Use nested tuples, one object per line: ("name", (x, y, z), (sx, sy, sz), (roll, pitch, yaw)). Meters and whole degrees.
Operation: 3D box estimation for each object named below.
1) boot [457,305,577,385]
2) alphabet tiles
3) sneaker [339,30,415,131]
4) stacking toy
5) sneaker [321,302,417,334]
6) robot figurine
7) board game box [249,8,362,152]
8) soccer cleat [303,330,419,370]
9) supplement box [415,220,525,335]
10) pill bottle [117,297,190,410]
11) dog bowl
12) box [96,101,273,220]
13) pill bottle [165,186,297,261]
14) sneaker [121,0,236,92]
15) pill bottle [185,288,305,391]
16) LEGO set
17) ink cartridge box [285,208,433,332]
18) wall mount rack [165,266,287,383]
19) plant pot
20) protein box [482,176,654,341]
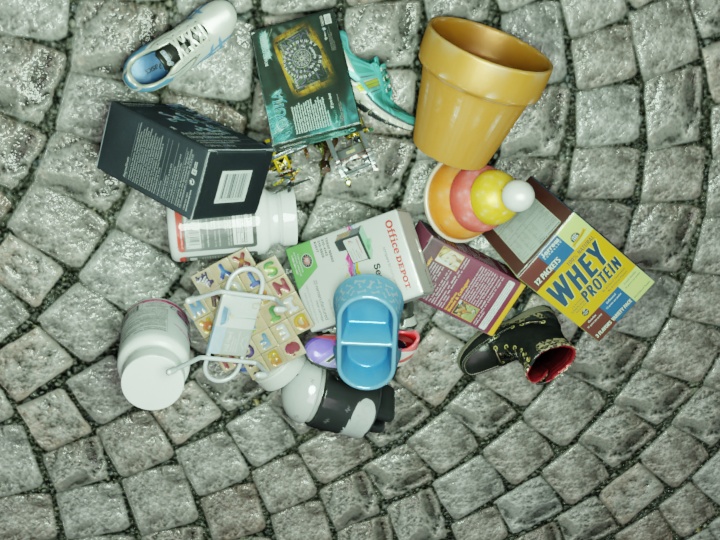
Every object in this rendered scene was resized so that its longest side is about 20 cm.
("boot", (0.276, 0.149, 1.648), (0.199, 0.151, 0.073), (-26, 114, 1))
("alphabet tiles", (-0.175, 0.070, 1.480), (0.166, 0.006, 0.200), (-27, 107, 4))
("sneaker", (0.017, -0.291, 1.465), (0.200, 0.078, 0.080), (38, 92, -22))
("stacking toy", (0.207, -0.114, 1.488), (0.146, 0.200, 0.147), (-3, 95, -30))
("sneaker", (-0.001, 0.059, 1.611), (0.199, 0.066, 0.091), (-3, 104, -8))
("robot figurine", (-0.040, 0.219, 1.637), (0.199, 0.125, 0.151), (17, 98, -17))
("board game box", (-0.083, -0.284, 1.395), (0.135, 0.028, 0.201), (-14, 71, 4))
("soccer cleat", (0.003, 0.123, 1.559), (0.199, 0.068, 0.073), (3, 145, -25))
("supplement box", (0.164, 0.013, 1.608), (0.200, 0.086, 0.111), (27, 105, -19))
("pill bottle", (-0.330, 0.133, 1.502), (0.113, 0.200, 0.114), (-4, 113, -9))
("dog bowl", (0.010, 0.102, 1.468), (0.111, 0.050, 0.201), (2, 121, 2))
("box", (-0.256, -0.164, 1.373), (0.200, 0.148, 0.107), (27, 110, 26))
("pill bottle", (-0.203, -0.078, 1.486), (0.199, 0.116, 0.116), (-5, 113, -9))
("sneaker", (-0.266, -0.330, 1.395), (0.200, 0.073, 0.072), (-35, 112, 3))
("pill bottle", (-0.187, 0.101, 1.563), (0.114, 0.114, 0.200), (-37, 113, 6))
("LEGO set", (-0.057, -0.171, 1.452), (0.199, 0.154, 0.116), (-23, 92, -8))
("ink cartridge box", (0.000, 0.000, 1.518), (0.199, 0.084, 0.145), (-19, 85, 15))
("wall mount rack", (-0.208, 0.093, 1.423), (0.173, 0.075, 0.201), (8, 108, -32))
("plant pot", (0.168, -0.264, 1.444), (0.199, 0.200, 0.184), (11, 121, -15))
("protein box", (0.340, -0.024, 1.563), (0.198, 0.200, 0.135), (36, 102, -21))
